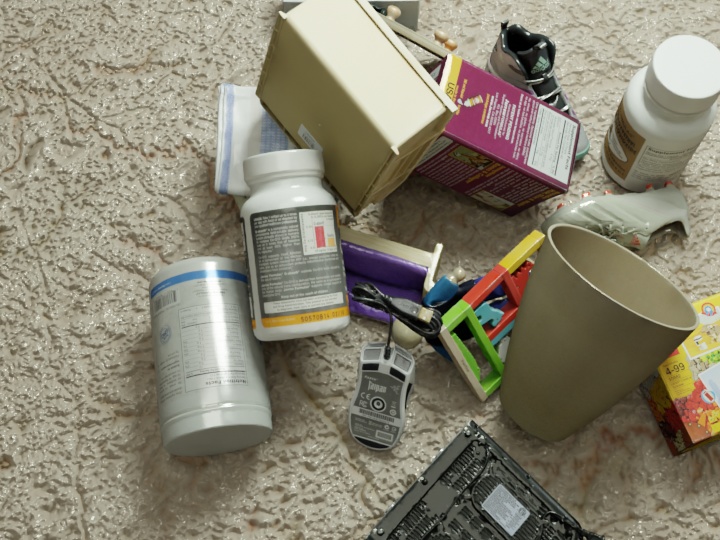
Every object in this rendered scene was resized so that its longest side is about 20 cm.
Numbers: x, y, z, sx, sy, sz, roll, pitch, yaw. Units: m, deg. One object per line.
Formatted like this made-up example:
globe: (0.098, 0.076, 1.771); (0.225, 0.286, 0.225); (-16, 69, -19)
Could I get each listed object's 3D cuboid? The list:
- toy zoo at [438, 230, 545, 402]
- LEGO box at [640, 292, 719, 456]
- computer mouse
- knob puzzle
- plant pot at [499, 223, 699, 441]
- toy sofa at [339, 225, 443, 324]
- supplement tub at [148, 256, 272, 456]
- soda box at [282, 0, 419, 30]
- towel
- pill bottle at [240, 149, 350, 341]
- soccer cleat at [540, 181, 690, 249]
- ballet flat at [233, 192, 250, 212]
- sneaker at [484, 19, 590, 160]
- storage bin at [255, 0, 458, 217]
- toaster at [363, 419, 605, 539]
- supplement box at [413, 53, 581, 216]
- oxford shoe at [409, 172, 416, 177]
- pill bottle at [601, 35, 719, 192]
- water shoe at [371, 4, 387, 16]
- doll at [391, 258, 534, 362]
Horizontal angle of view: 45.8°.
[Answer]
toy zoo: (0.186, 0.045, 1.010); (0.199, 0.132, 0.020); (-42, 36, -9)
LEGO box: (0.435, 0.110, 1.012); (0.196, 0.077, 0.152); (-19, 69, -7)
computer mouse: (0.028, 0.114, 0.983); (0.107, 0.204, 0.044); (15, 26, 9)
knob puzzle: (0.099, -0.295, 1.098); (0.217, 0.219, 0.031); (33, 104, 13)
plant pot: (0.241, 0.085, 0.954); (0.186, 0.187, 0.203); (34, 115, 14)
toy sofa: (0.000, 0.000, 1.058); (0.196, 0.083, 0.099); (17, 67, 8)
supplement tub: (-0.176, 0.100, 0.992); (0.129, 0.132, 0.204); (-10, 68, -4)
soda box: (-0.013, -0.392, 1.230); (0.195, 0.068, 0.065); (-1, 67, 0)
towel: (-0.087, -0.164, 1.078); (0.195, 0.024, 0.151); (3, 77, -3)
pill bottle: (-0.077, -0.028, 0.967); (0.113, 0.116, 0.205); (-6, 90, -2)
soccer cleat: (0.330, -0.060, 1.091); (0.195, 0.070, 0.079); (-11, 70, -7)
ballet flat: (-0.138, -0.115, 1.112); (0.064, 0.070, 0.204); (17, 54, -34)
sneaker: (0.239, -0.246, 1.127); (0.077, 0.141, 0.201); (-35, 71, -14)
storage bin: (-0.016, -0.189, 0.980); (0.093, 0.199, 0.201); (-38, 85, -24)
toaster: (0.127, 0.295, 0.914); (0.199, 0.119, 0.181); (41, 74, 17)
supplement box: (0.153, -0.162, 1.058); (0.197, 0.130, 0.105); (22, 71, -18)
oxford shoe: (-0.002, -0.199, 1.145); (0.197, 0.075, 0.071); (24, 71, 11)
pill bottle: (0.381, -0.194, 1.073); (0.111, 0.201, 0.117); (0, 66, 1)
water shoe: (-0.037, -0.302, 1.169); (0.199, 0.080, 0.071); (-36, 45, -28)
doll: (0.127, 0.053, 1.022); (0.196, 0.139, 0.048); (-17, 31, -21)
